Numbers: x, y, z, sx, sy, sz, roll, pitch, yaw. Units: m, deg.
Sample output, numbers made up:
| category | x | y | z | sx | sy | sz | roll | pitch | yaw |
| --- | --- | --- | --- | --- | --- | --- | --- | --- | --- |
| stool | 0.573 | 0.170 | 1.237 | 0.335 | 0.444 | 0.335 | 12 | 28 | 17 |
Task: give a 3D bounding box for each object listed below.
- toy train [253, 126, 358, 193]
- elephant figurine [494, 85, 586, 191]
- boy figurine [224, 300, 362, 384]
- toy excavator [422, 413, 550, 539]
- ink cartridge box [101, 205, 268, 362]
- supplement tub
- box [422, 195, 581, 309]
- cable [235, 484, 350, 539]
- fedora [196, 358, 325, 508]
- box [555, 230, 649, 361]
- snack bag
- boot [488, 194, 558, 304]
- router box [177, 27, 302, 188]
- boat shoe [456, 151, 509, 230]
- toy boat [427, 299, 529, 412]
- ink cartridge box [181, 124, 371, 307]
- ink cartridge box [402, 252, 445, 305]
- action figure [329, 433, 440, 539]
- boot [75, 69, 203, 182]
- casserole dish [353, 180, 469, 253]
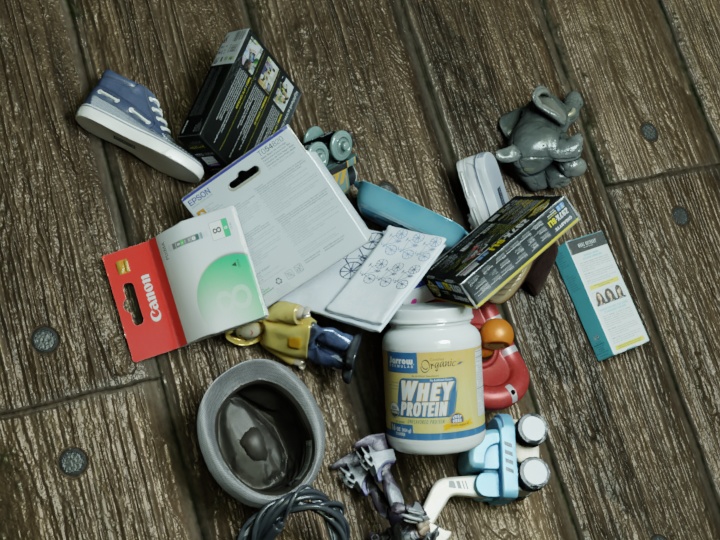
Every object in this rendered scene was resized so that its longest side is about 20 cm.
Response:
| category | x | y | z | sx | sy | sz | roll | pitch | yaw |
| --- | --- | --- | --- | --- | --- | --- | --- | --- | --- |
| toy train | -0.080 | -0.141 | 1.596 | 0.200 | 0.085 | 0.115 | -33 | 125 | -41 |
| elephant figurine | 0.305 | -0.245 | 1.804 | 0.140 | 0.155 | 0.201 | -12 | 58 | 18 |
| boy figurine | -0.097 | 0.090 | 1.503 | 0.199 | 0.125 | 0.065 | 18 | 47 | 1 |
| toy excavator | 0.170 | 0.306 | 1.565 | 0.198 | 0.100 | 0.196 | 4 | 68 | -8 |
| ink cartridge box | -0.242 | 0.018 | 1.456 | 0.199 | 0.050 | 0.162 | -18 | 82 | -4 |
| supplement tub | 0.103 | 0.151 | 1.523 | 0.144 | 0.144 | 0.202 | -5 | 93 | -24 |
| box | 0.195 | -0.031 | 1.523 | 0.200 | 0.160 | 0.049 | -40 | 105 | -12 |
| cable | -0.092 | 0.378 | 1.412 | 0.162 | 0.051 | 0.202 | 1 | 101 | -10 |
| fedora | -0.143 | 0.224 | 1.449 | 0.177 | 0.090 | 0.201 | -39 | 98 | -27 |
| box | 0.397 | 0.042 | 1.769 | 0.082 | 0.049 | 0.201 | -16 | 79 | -27 |
| snack bag | 0.000 | 0.000 | 1.553 | 0.189 | 0.199 | 0.021 | -51 | 137 | -30 |
| boot | 0.262 | -0.001 | 1.675 | 0.201 | 0.072 | 0.167 | -65 | 147 | -23 |
| router box | -0.174 | -0.232 | 1.580 | 0.149 | 0.051 | 0.201 | 47 | 53 | -43 |
| boat shoe | 0.206 | -0.090 | 1.726 | 0.073 | 0.065 | 0.202 | -26 | 104 | -57 |
| toy boat | 0.186 | 0.111 | 1.608 | 0.130 | 0.131 | 0.201 | -22 | 81 | -28 |
| ink cartridge box | -0.118 | -0.075 | 1.507 | 0.201 | 0.199 | 0.041 | 55 | 17 | -11 |
| ink cartridge box | 0.088 | 0.009 | 1.627 | 0.199 | 0.037 | 0.095 | -16 | 36 | -28 |
| action figure | 0.044 | 0.332 | 1.479 | 0.069 | 0.130 | 0.201 | -14 | 61 | -40 |
| boot | -0.303 | -0.211 | 1.544 | 0.199 | 0.073 | 0.091 | 29 | 69 | -11 |
| casserole dish | 0.072 | -0.077 | 1.626 | 0.199 | 0.121 | 0.039 | 25 | 84 | 6 |
